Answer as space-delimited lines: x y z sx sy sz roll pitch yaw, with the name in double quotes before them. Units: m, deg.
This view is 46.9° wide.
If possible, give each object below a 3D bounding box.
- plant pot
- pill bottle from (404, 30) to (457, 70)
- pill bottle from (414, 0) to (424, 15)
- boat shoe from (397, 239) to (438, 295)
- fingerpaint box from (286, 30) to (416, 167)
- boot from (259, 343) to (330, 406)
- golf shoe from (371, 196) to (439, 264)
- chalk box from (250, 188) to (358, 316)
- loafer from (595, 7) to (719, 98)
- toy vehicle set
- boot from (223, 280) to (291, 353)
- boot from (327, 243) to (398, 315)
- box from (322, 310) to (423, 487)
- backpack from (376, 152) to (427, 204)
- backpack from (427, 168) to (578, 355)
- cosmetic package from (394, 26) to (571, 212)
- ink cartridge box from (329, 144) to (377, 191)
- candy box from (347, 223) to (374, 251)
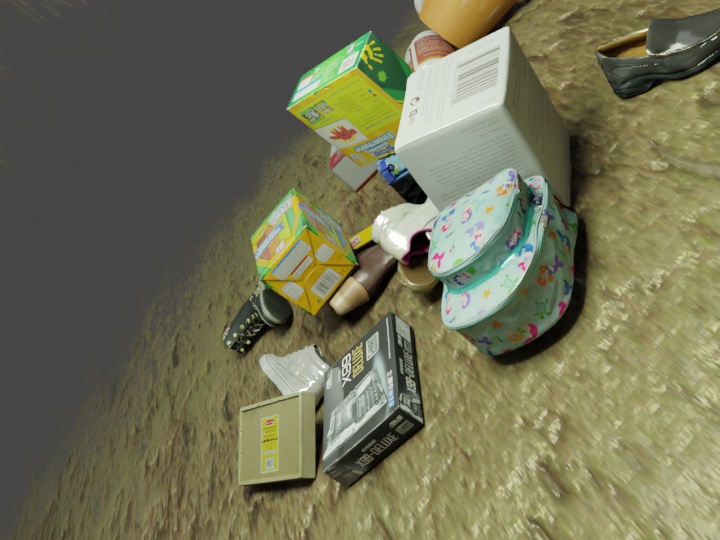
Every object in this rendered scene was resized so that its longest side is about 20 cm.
"plant pot" 0.210 -0.536 1.593 0.185 0.197 0.202 -56 20 24
"pill bottle" 0.142 -0.390 1.610 0.112 0.111 0.202 -42 26 25
"pill bottle" 0.186 -0.577 1.773 0.115 0.114 0.200 -52 23 5
"boat shoe" 0.093 -0.022 1.282 0.071 0.064 0.202 -1 36 4
"fingerpaint box" 0.009 -0.258 1.283 0.198 0.165 0.075 -14 47 54
"boot" -0.101 0.165 1.402 0.096 0.074 0.199 -49 31 -4
"golf shoe" 0.116 -0.070 1.239 0.197 0.076 0.092 -26 49 -14
"chalk box" -0.103 -0.044 1.422 0.125 0.123 0.201 -48 29 12
"loafer" 0.385 -0.285 1.049 0.198 0.072 0.074 -21 38 51
"toy vehicle set" -0.134 0.268 1.303 0.198 0.026 0.128 -23 62 51
"boot" -0.212 0.109 1.676 0.155 0.073 0.204 -54 19 9
"boot" 0.000 0.000 1.448 0.166 0.073 0.200 -42 19 -6
"box" 0.013 0.177 1.172 0.157 0.049 0.202 -43 26 25
"backpack" 0.142 -0.212 1.348 0.198 0.134 0.186 -24 38 45
"backpack" 0.172 -0.008 1.009 0.176 0.149 0.203 -31 37 39
"cosmetic package" 0.170 -0.173 1.116 0.162 0.201 0.167 -18 39 31
"ink cartridge box" 0.010 -0.288 1.763 0.145 0.082 0.202 -43 26 27
"candy box" -0.006 -0.051 1.489 0.101 0.027 0.198 -28 -1 -45
